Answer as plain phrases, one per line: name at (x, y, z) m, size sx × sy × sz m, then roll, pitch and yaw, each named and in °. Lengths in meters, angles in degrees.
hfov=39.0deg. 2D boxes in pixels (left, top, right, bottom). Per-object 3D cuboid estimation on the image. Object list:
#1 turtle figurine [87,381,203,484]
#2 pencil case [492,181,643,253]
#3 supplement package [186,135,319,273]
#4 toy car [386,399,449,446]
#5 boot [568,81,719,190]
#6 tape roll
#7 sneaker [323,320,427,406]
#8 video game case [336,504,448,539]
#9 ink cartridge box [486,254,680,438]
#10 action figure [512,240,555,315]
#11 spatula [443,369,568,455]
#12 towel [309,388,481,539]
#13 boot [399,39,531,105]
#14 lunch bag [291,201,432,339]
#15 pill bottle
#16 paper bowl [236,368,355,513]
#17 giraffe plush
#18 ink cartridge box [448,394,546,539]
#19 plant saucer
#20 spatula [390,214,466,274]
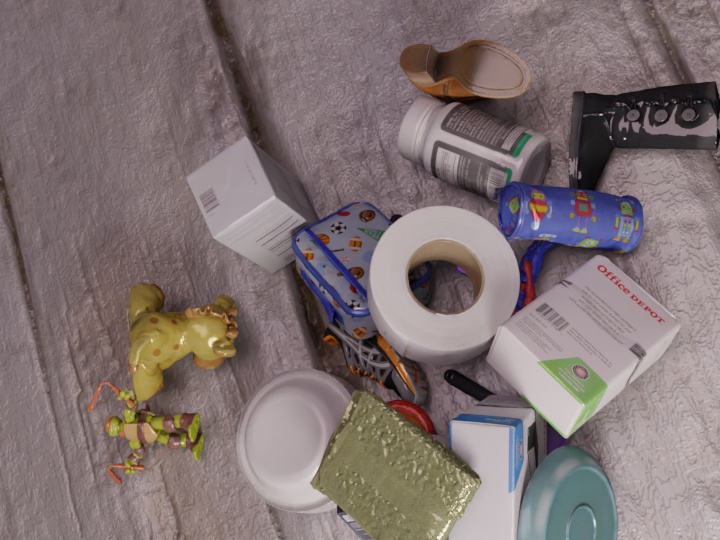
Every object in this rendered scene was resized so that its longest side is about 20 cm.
turtle figurine at (-0.319, 0.247, 1.535) m, size 0.159 × 0.065 × 0.202 m, roll 6°, pitch 121°, yaw 7°
pencil case at (0.273, -0.069, 1.343) m, size 0.197 × 0.087 × 0.079 m, roll 5°, pitch 65°, yaw -19°
supplement package at (-0.147, -0.091, 1.496) m, size 0.109 × 0.200 × 0.115 m, roll -32°, pitch 66°, yaw 10°
toy car at (0.056, 0.254, 1.339) m, size 0.173 × 0.201 × 0.151 m, roll -9°, pitch 53°, yaw 13°
boot at (0.387, -0.172, 1.387) m, size 0.197 × 0.066 × 0.167 m, roll 2°, pitch 79°, yaw 17°
tape roll at (0.107, 0.020, 1.343) m, size 0.199 × 0.071 × 0.205 m, roll 1°, pitch 69°, yaw -3°
sneaker at (0.022, 0.127, 1.446) m, size 0.077 × 0.078 × 0.200 m, roll -45°, pitch 55°, yaw 5°
video game case at (0.073, 0.337, 1.303) m, size 0.141 × 0.201 × 0.019 m, roll -13°, pitch 49°, yaw 19°
ink cartridge box at (0.283, 0.092, 1.291) m, size 0.199 × 0.084 × 0.145 m, roll -31°, pitch 62°, yaw -29°
action figure at (0.229, 0.003, 1.400) m, size 0.051 × 0.065 × 0.202 m, roll 20°, pitch 83°, yaw -17°
spatula at (0.196, 0.186, 1.388) m, size 0.199 × 0.021 × 0.057 m, roll 29°, pitch 91°, yaw 26°
towel at (0.039, 0.246, 1.204) m, size 0.199 × 0.036 × 0.150 m, roll 33°, pitch 101°, yaw 30°
boot at (0.164, -0.264, 1.444) m, size 0.198 × 0.155 × 0.078 m, roll 8°, pitch 84°, yaw 26°
lunch bag at (0.000, 0.000, 1.446) m, size 0.159 × 0.076 × 0.200 m, roll -27°, pitch 52°, yaw -21°
pill bottle at (0.159, -0.171, 1.444) m, size 0.198 × 0.113 × 0.114 m, roll 26°, pitch 87°, yaw 25°
paper bowl at (-0.084, 0.240, 1.440) m, size 0.198 × 0.104 × 0.204 m, roll -5°, pitch 76°, yaw 20°
giraffe plush at (-0.265, 0.096, 1.533) m, size 0.160 × 0.200 × 0.175 m, roll -2°, pitch 70°, yaw -9°
ink cartridge box at (0.175, 0.244, 1.267) m, size 0.083 × 0.200 × 0.147 m, roll 0°, pitch 92°, yaw 21°
plant saucer at (0.260, 0.316, 1.234) m, size 0.027 × 0.199 × 0.203 m, roll -2°, pitch 74°, yaw 46°
spatula at (0.118, -0.040, 1.457) m, size 0.199 × 0.020 × 0.057 m, roll 26°, pitch 96°, yaw 37°
